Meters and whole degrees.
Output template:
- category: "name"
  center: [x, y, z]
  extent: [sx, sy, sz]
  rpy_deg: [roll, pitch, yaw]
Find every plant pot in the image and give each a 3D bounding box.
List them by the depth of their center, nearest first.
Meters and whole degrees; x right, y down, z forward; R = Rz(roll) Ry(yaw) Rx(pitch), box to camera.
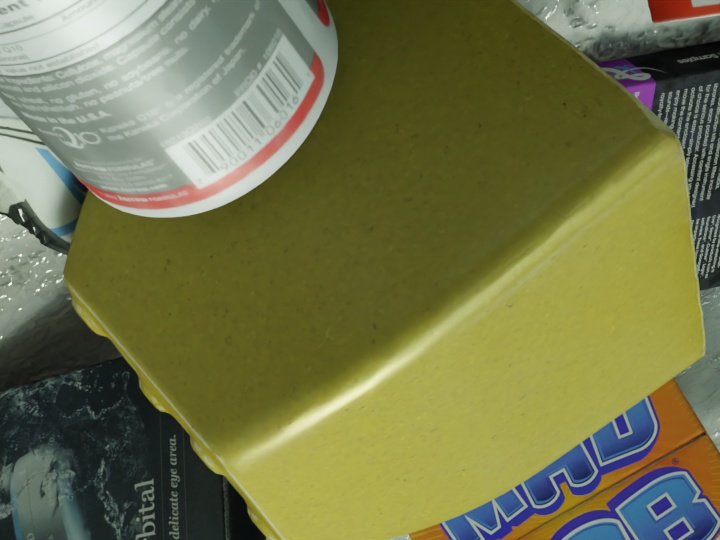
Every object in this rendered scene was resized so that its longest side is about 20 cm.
- category: "plant pot"
  center: [0.000, 0.000, 0.734]
  extent: [0.200, 0.195, 0.194]
  rpy_deg: [-41, 151, -8]

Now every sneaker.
- category: "sneaker"
  center: [-0.137, -0.059, 0.717]
  extent: [0.073, 0.072, 0.200]
  rpy_deg: [-58, 158, -7]

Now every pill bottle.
- category: "pill bottle"
  center: [-0.098, -0.115, 0.596]
  extent: [0.114, 0.114, 0.200]
  rpy_deg: [-31, 140, 7]

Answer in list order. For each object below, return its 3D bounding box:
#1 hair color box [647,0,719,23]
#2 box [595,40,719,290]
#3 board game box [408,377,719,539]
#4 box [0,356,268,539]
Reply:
- category: "hair color box"
  center: [0.207, -0.149, 0.669]
  extent: [0.200, 0.064, 0.111]
  rpy_deg: [-21, -167, -36]
- category: "box"
  center: [0.196, -0.056, 0.973]
  extent: [0.199, 0.036, 0.143]
  rpy_deg: [-11, 126, -23]
- category: "board game box"
  center: [0.162, 0.188, 1.202]
  extent: [0.200, 0.200, 0.200]
  rpy_deg: [-30, 150, 6]
- category: "box"
  center: [-0.112, 0.155, 0.877]
  extent: [0.199, 0.198, 0.117]
  rpy_deg: [-16, 156, 28]
